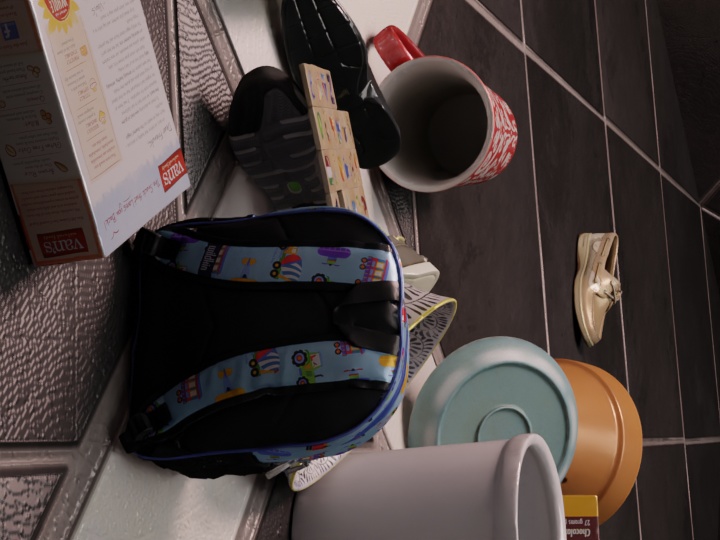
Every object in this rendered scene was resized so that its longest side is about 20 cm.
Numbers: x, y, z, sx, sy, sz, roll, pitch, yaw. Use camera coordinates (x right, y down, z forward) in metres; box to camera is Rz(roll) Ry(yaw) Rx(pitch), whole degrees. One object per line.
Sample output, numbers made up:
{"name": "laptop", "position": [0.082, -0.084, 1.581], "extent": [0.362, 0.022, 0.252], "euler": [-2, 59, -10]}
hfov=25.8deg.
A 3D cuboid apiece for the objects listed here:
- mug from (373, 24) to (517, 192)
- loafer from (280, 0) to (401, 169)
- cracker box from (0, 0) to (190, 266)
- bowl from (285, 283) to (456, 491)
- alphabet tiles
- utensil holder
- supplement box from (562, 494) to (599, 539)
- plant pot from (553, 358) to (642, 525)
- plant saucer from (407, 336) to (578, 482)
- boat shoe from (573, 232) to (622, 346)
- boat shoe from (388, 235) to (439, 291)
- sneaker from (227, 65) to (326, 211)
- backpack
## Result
{"name": "mug", "position": [0.095, -0.170, 1.656], "extent": [0.200, 0.132, 0.180], "euler": [-3, 89, -73]}
{"name": "loafer", "position": [-0.025, -0.186, 1.437], "extent": [0.073, 0.072, 0.201], "euler": [-110, 177, -51]}
{"name": "cracker box", "position": [-0.181, -0.121, 0.986], "extent": [0.134, 0.057, 0.202], "euler": [-51, 130, -62]}
{"name": "bowl", "position": [-0.021, 0.072, 1.264], "extent": [0.201, 0.094, 0.201], "euler": [-47, 167, -14]}
{"name": "alphabet tiles", "position": [-0.016, -0.083, 1.296], "extent": [0.200, 0.007, 0.169], "euler": [-33, 112, -82]}
{"name": "utensil holder", "position": [0.061, 0.232, 1.334], "extent": [0.170, 0.198, 0.172], "euler": [-7, 90, -69]}
{"name": "supplement box", "position": [0.139, 0.325, 1.497], "extent": [0.197, 0.131, 0.202], "euler": [130, -40, -72]}
{"name": "plant pot", "position": [0.196, 0.190, 1.761], "extent": [0.139, 0.199, 0.202], "euler": [21, 63, -49]}
{"name": "plant saucer", "position": [0.144, 0.170, 1.624], "extent": [0.027, 0.198, 0.203], "euler": [-165, -117, -67]}
{"name": "boat shoe", "position": [0.370, 0.025, 2.433], "extent": [0.072, 0.064, 0.202], "euler": [60, 31, -48]}
{"name": "boat shoe", "position": [-0.002, 0.002, 1.433], "extent": [0.060, 0.072, 0.201], "euler": [47, 23, 22]}
{"name": "sneaker", "position": [-0.060, -0.122, 1.316], "extent": [0.201, 0.074, 0.116], "euler": [70, 16, -49]}
{"name": "backpack", "position": [-0.051, 0.051, 1.083], "extent": [0.134, 0.198, 0.185], "euler": [41, 45, -61]}
